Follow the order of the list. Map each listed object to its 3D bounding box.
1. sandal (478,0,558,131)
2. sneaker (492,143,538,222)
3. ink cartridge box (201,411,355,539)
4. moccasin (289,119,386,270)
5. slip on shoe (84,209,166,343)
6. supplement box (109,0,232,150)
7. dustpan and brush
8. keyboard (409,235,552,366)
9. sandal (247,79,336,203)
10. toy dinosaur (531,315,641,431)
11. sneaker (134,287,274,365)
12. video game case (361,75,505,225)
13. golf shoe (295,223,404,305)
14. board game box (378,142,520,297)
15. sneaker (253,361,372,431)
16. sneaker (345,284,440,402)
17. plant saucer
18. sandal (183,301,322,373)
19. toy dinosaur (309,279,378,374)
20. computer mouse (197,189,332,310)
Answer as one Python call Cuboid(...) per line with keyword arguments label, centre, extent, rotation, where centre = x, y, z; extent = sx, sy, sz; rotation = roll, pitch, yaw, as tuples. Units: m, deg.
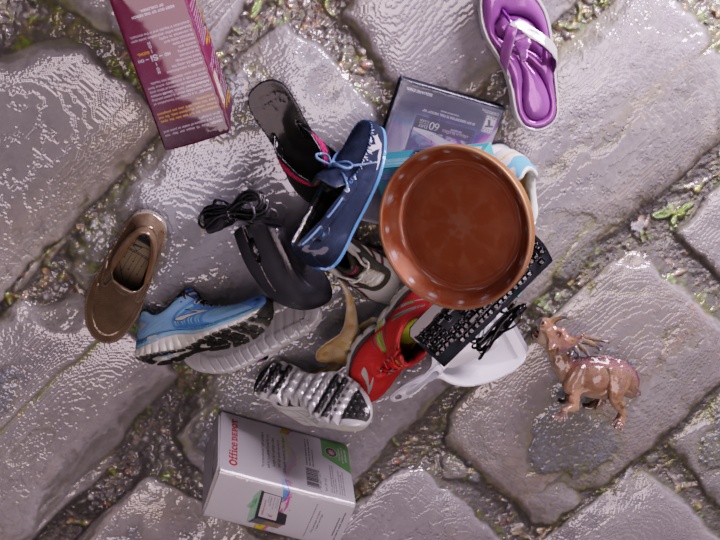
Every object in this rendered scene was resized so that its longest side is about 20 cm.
Cuboid(label="sandal", centre=(0.207, -0.266, 1.442), extent=(0.082, 0.050, 0.203), rotation=(-23, 114, 2))
Cuboid(label="sneaker", centre=(0.183, -0.059, 1.523), extent=(0.076, 0.081, 0.201), rotation=(-13, 121, -27))
Cuboid(label="ink cartridge box", centre=(-0.117, 0.292, 1.636), extent=(0.199, 0.145, 0.084), rotation=(17, 113, -14))
Cuboid(label="moccasin", centre=(-0.026, -0.100, 1.437), extent=(0.068, 0.080, 0.201), rotation=(28, 73, -32))
Cuboid(label="slip on shoe", centre=(-0.309, 0.016, 1.528), extent=(0.076, 0.061, 0.200), rotation=(25, 110, -16))
Cuboid(label="supplement box", centre=(-0.221, -0.259, 1.376), extent=(0.085, 0.110, 0.201), rotation=(-16, 116, 2))
Cuboid(label="dustpan and brush", centre=(0.127, 0.123, 1.626), extent=(0.200, 0.057, 0.140), rotation=(-28, 116, 8))
Cuboid(label="keyboard", centre=(0.162, 0.043, 1.450), extent=(0.104, 0.040, 0.200), rotation=(40, 101, -24))
Cuboid(label="sandal", centre=(-0.076, -0.150, 1.480), extent=(0.075, 0.045, 0.200), rotation=(-33, 115, 8))
Cuboid(label="toy dinosaur", centre=(0.336, 0.145, 1.651), extent=(0.199, 0.086, 0.136), rotation=(12, 107, -18))
Cuboid(label="sneaker", centre=(-0.212, 0.059, 1.539), extent=(0.199, 0.090, 0.078), rotation=(-14, 161, 12))
Cuboid(label="video game case", centre=(0.087, -0.140, 1.519), extent=(0.142, 0.019, 0.201), rotation=(14, 113, -12))
Cuboid(label="golf shoe", centre=(0.000, 0.000, 1.540), extent=(0.200, 0.088, 0.077), rotation=(31, 107, -20))
Cuboid(label="board game box", centre=(0.116, -0.059, 1.487), extent=(0.151, 0.047, 0.200), rotation=(-1, 122, 31))
Cuboid(label="sneaker", centre=(-0.054, 0.181, 1.585), extent=(0.075, 0.200, 0.081), rotation=(-52, 132, -24))
Cuboid(label="sneaker", centre=(0.044, 0.104, 1.522), extent=(0.077, 0.085, 0.200), rotation=(16, 122, -24))
Cuboid(label="plant saucer", centre=(0.116, -0.053, 1.404), extent=(0.200, 0.032, 0.201), rotation=(8, 108, 27))
Cuboid(label="sandal", centre=(-0.144, 0.092, 1.586), extent=(0.202, 0.083, 0.050), rotation=(-18, 159, 4))
Cuboid(label="toy dinosaur", centre=(-0.011, 0.097, 1.578), extent=(0.101, 0.058, 0.200), rotation=(-5, 138, -26))
Cuboid(label="computer mouse", centre=(-0.118, -0.011, 1.501), extent=(0.138, 0.053, 0.200), rotation=(-14, 126, 48))
